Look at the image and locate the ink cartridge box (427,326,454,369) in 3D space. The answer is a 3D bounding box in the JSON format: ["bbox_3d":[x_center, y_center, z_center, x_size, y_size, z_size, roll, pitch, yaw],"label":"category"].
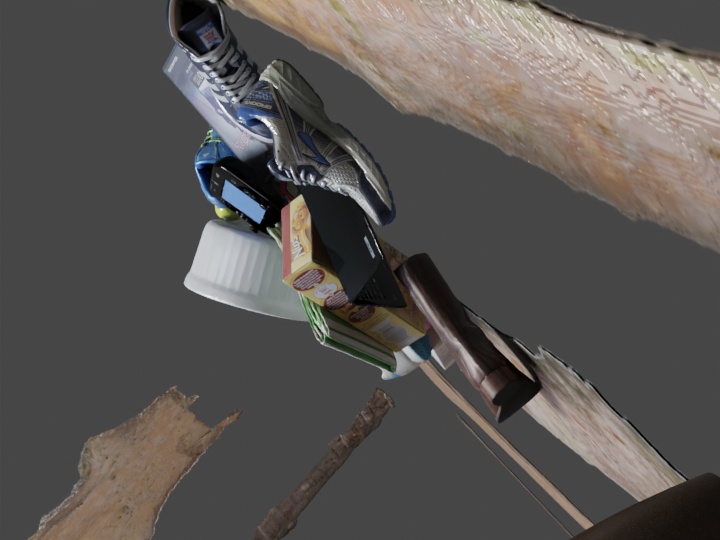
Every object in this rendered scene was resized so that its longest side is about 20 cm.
[{"bbox_3d":[0.064,0.046,1.905,0.200,0.045,0.176,47,177,28],"label":"ink cartridge box"}]

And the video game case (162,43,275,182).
[{"bbox_3d":[-0.154,-0.211,1.519,0.200,0.019,0.143,50,146,1],"label":"video game case"}]

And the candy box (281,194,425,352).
[{"bbox_3d":[-0.008,0.002,1.493,0.199,0.055,0.116,34,-144,-35],"label":"candy box"}]

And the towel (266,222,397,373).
[{"bbox_3d":[-0.033,0.033,1.534,0.152,0.023,0.201,26,-153,-45],"label":"towel"}]

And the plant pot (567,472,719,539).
[{"bbox_3d":[0.219,0.252,0.916,0.187,0.200,0.187,48,177,3],"label":"plant pot"}]

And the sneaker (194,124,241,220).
[{"bbox_3d":[-0.186,-0.176,1.735,0.105,0.075,0.202,32,-128,-71],"label":"sneaker"}]

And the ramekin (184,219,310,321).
[{"bbox_3d":[-0.137,-0.003,1.719,0.198,0.099,0.200,15,-176,-1],"label":"ramekin"}]

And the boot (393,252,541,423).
[{"bbox_3d":[0.119,0.074,1.434,0.200,0.064,0.187,51,178,22],"label":"boot"}]

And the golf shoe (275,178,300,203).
[{"bbox_3d":[-0.083,-0.111,1.616,0.201,0.073,0.092,54,144,-7],"label":"golf shoe"}]

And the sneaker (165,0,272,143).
[{"bbox_3d":[-0.147,-0.228,1.368,0.201,0.070,0.108,52,178,-1],"label":"sneaker"}]

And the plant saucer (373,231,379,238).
[{"bbox_3d":[-0.067,-0.071,1.748,0.199,0.051,0.200,29,174,3],"label":"plant saucer"}]

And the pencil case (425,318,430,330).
[{"bbox_3d":[0.015,0.034,1.780,0.199,0.088,0.088,32,168,32],"label":"pencil case"}]

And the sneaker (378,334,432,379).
[{"bbox_3d":[0.004,0.063,1.670,0.200,0.081,0.077,49,-149,-5],"label":"sneaker"}]

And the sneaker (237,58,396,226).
[{"bbox_3d":[-0.046,-0.111,1.241,0.200,0.085,0.077,48,177,8],"label":"sneaker"}]

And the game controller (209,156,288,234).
[{"bbox_3d":[-0.144,-0.093,1.571,0.104,0.042,0.200,27,168,-4],"label":"game controller"}]

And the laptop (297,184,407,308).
[{"bbox_3d":[0.004,-0.060,1.398,0.199,0.103,0.179,6,-124,-59],"label":"laptop"}]
